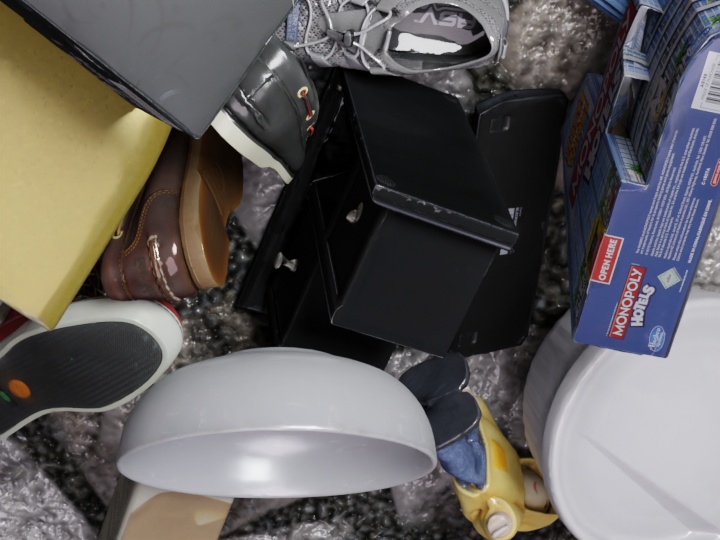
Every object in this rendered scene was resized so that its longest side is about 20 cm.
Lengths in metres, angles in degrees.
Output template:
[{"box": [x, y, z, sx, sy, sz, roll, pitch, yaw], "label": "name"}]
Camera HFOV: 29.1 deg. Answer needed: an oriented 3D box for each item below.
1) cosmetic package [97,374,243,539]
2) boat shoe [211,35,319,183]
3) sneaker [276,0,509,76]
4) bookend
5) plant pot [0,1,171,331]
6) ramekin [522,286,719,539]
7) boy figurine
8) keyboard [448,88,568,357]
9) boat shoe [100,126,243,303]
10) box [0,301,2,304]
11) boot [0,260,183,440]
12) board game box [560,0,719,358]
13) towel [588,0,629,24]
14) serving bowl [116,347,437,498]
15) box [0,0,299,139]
[{"box": [-0.148, 0.190, 1.021, 0.070, 0.106, 0.202, 16, 117, -14], "label": "cosmetic package"}, {"box": [-0.053, -0.100, 0.833, 0.063, 0.201, 0.074, -44, 88, 2], "label": "boat shoe"}, {"box": [0.000, -0.160, 0.860, 0.197, 0.082, 0.076, -2, 118, -4], "label": "sneaker"}, {"box": [0.000, 0.000, 0.879, 0.091, 0.199, 0.202, 17, 116, -16], "label": "bookend"}, {"box": [-0.198, -0.125, 0.806, 0.195, 0.194, 0.201, 39, 95, -22], "label": "plant pot"}, {"box": [0.206, 0.099, 0.991, 0.200, 0.094, 0.205, -7, 111, -17], "label": "ramekin"}, {"box": [0.094, 0.145, 1.013, 0.064, 0.125, 0.200, -26, 136, 15], "label": "boy figurine"}, {"box": [0.082, -0.033, 0.972, 0.103, 0.040, 0.203, -9, 120, -28], "label": "keyboard"}, {"box": [-0.114, -0.048, 0.844, 0.069, 0.201, 0.071, -15, 116, 10], "label": "boat shoe"}, {"box": [-0.335, 0.016, 0.884, 0.199, 0.041, 0.156, 13, 130, -46], "label": "box"}, {"box": [-0.174, 0.025, 0.893, 0.198, 0.145, 0.073, -19, 119, 35], "label": "boot"}, {"box": [0.170, -0.088, 0.836, 0.061, 0.201, 0.202, 10, 118, -4], "label": "board game box"}, {"box": [0.164, -0.222, 0.863, 0.199, 0.049, 0.112, 31, 110, -19], "label": "towel"}, {"box": [-0.051, 0.091, 0.862, 0.197, 0.067, 0.200, -1, 159, 0], "label": "serving bowl"}, {"box": [-0.081, -0.186, 0.663, 0.124, 0.148, 0.201, 37, 88, -24], "label": "box"}]
